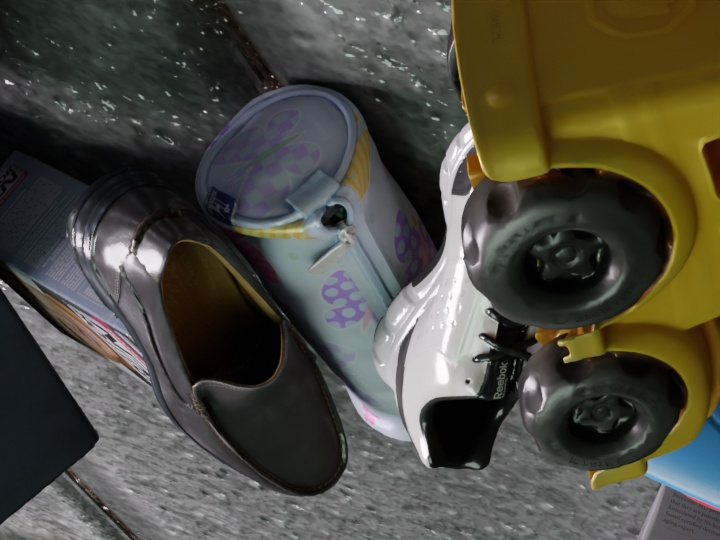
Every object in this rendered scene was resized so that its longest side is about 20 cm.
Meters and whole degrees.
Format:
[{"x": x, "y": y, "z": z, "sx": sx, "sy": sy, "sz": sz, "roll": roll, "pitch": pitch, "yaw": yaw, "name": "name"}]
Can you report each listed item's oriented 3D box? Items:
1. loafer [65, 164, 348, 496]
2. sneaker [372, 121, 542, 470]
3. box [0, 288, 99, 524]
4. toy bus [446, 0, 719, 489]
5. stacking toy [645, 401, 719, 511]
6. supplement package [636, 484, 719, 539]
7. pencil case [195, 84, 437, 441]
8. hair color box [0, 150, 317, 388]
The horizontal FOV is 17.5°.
[{"x": -0.060, "y": 0.042, "z": 1.074, "sx": 0.200, "sy": 0.073, "sz": 0.072, "roll": 51, "pitch": 169, "yaw": -35, "name": "loafer"}, {"x": 0.064, "y": 0.008, "z": 1.011, "sx": 0.073, "sy": 0.080, "sz": 0.201, "roll": 2, "pitch": 135, "yaw": -18, "name": "sneaker"}, {"x": -0.268, "y": 0.023, "z": 1.269, "sx": 0.196, "sy": 0.124, "sz": 0.200, "roll": 41, "pitch": 165, "yaw": 34, "name": "box"}, {"x": 0.136, "y": -0.033, "z": 0.861, "sx": 0.191, "sy": 0.136, "sz": 0.201, "roll": -13, "pitch": 134, "yaw": 8, "name": "toy bus"}, {"x": 0.169, "y": 0.070, "z": 1.090, "sx": 0.109, "sy": 0.117, "sz": 0.200, "roll": 22, "pitch": 166, "yaw": 4, "name": "stacking toy"}, {"x": 0.231, "y": 0.220, "z": 1.282, "sx": 0.199, "sy": 0.111, "sz": 0.156, "roll": 22, "pitch": 154, "yaw": 8, "name": "supplement package"}, {"x": 0.000, "y": 0.000, "z": 1.110, "sx": 0.090, "sy": 0.083, "sz": 0.200, "roll": 28, "pitch": 161, "yaw": 38, "name": "pencil case"}, {"x": -0.120, "y": 0.011, "z": 1.197, "sx": 0.200, "sy": 0.061, "sz": 0.099, "roll": 26, "pitch": 163, "yaw": 52, "name": "hair color box"}]
